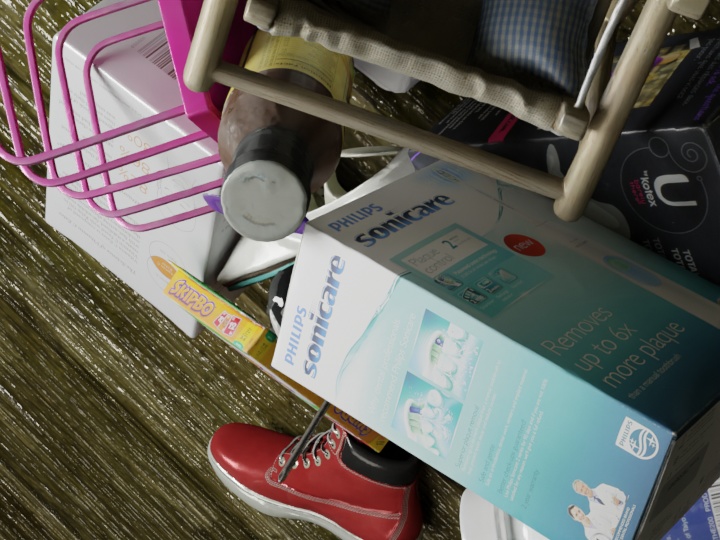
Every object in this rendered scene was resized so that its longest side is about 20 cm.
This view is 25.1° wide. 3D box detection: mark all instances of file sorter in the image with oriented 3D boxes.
[{"bbox_3d":[-0.129,-0.111,0.922,0.200,0.124,0.141,39,-145,-75],"label":"file sorter"}]

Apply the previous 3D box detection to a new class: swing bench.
[{"bbox_3d":[0.046,-0.154,0.700,0.197,0.131,0.201,18,143,-5],"label":"swing bench"}]

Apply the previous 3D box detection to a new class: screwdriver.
[{"bbox_3d":[-0.015,0.075,1.082,0.028,0.201,0.029,36,139,-4],"label":"screwdriver"}]

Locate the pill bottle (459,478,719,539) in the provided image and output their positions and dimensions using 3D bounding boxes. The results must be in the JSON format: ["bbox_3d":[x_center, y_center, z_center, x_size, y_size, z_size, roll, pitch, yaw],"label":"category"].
[{"bbox_3d":[0.165,0.147,0.953,0.198,0.111,0.112,-16,118,16],"label":"pill bottle"}]

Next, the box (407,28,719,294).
[{"bbox_3d":[0.144,-0.046,0.858,0.199,0.106,0.123,1,126,47],"label":"box"}]

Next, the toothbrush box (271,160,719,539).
[{"bbox_3d":[0.081,0.036,0.771,0.199,0.146,0.086,29,121,25],"label":"toothbrush box"}]

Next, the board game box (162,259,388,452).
[{"bbox_3d":[-0.057,0.060,1.116,0.095,0.030,0.200,31,170,40],"label":"board game box"}]

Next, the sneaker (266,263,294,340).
[{"bbox_3d":[0.034,0.046,1.053,0.199,0.071,0.090,34,145,-28],"label":"sneaker"}]

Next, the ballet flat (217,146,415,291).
[{"bbox_3d":[-0.020,-0.042,1.067,0.198,0.070,0.070,-18,112,34],"label":"ballet flat"}]

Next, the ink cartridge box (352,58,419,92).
[{"bbox_3d":[0.011,-0.216,0.852,0.145,0.084,0.201,39,146,13],"label":"ink cartridge box"}]

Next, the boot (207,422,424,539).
[{"bbox_3d":[-0.038,0.140,1.294,0.198,0.073,0.145,21,139,22],"label":"boot"}]

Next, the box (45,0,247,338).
[{"bbox_3d":[-0.129,-0.081,1.131,0.152,0.106,0.201,37,145,14],"label":"box"}]

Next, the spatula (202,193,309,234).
[{"bbox_3d":[0.000,0.000,0.943,0.199,0.021,0.057,29,172,7],"label":"spatula"}]

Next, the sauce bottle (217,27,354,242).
[{"bbox_3d":[-0.039,-0.073,0.809,0.064,0.201,0.065,2,117,4],"label":"sauce bottle"}]
